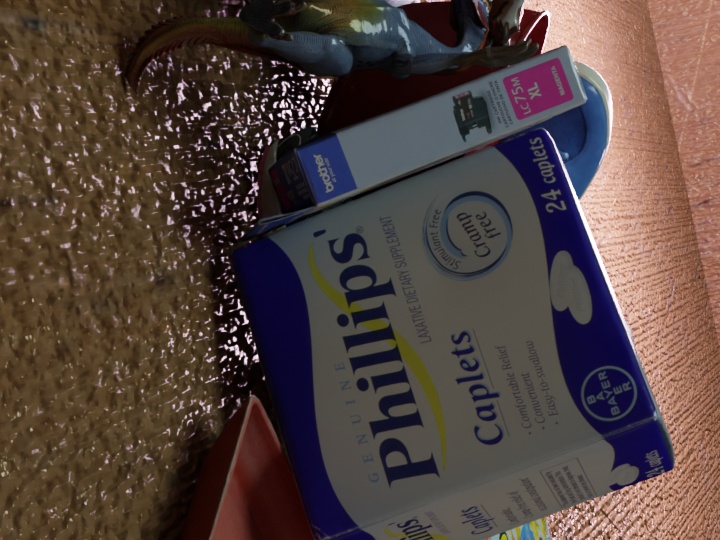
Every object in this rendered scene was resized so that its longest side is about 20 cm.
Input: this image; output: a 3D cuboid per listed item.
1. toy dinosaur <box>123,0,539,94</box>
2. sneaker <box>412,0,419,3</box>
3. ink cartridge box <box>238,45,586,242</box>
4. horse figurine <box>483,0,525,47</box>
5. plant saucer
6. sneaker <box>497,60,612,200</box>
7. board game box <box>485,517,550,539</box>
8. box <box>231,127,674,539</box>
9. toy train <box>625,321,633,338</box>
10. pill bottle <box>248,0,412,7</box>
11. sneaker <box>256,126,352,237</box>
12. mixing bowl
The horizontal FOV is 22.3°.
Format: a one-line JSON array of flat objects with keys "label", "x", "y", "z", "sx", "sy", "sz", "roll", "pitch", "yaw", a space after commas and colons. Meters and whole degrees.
[{"label": "toy dinosaur", "x": -0.003, "y": -0.145, "z": 1.020, "sx": 0.181, "sy": 0.198, "sz": 0.106, "roll": 27, "pitch": 53, "yaw": -60}, {"label": "sneaker", "x": 0.018, "y": -0.209, "z": 1.361, "sx": 0.106, "sy": 0.074, "sz": 0.202, "roll": -43, "pitch": 119, "yaw": -67}, {"label": "ink cartridge box", "x": 0.021, "y": -0.071, "z": 1.045, "sx": 0.119, "sy": 0.198, "sz": 0.042, "roll": 166, "pitch": -100, "yaw": -80}, {"label": "horse figurine", "x": 0.087, "y": -0.217, "z": 1.161, "sx": 0.050, "sy": 0.134, "sz": 0.200, "roll": 19, "pitch": 13, "yaw": -28}, {"label": "plant saucer", "x": -0.053, "y": 0.203, "z": 0.947, "sx": 0.200, "sy": 0.036, "sz": 0.201, "roll": -76, "pitch": 150, "yaw": -54}, {"label": "sneaker", "x": 0.107, "y": -0.035, "z": 1.209, "sx": 0.112, "sy": 0.076, "sz": 0.201, "roll": -69, "pitch": -175, "yaw": -52}, {"label": "board game box", "x": 0.049, "y": 0.165, "z": 1.177, "sx": 0.200, "sy": 0.102, "sz": 0.106, "roll": -4, "pitch": 82, "yaw": -72}, {"label": "box", "x": 0.051, "y": 0.050, "z": 1.034, "sx": 0.105, "sy": 0.198, "sz": 0.185, "roll": 53, "pitch": 17, "yaw": -66}, {"label": "toy train", "x": 0.121, "y": 0.103, "z": 1.305, "sx": 0.085, "sy": 0.199, "sz": 0.115, "roll": 8, "pitch": 63, "yaw": -42}, {"label": "pill bottle", "x": -0.022, "y": -0.216, "z": 1.185, "sx": 0.200, "sy": 0.110, "sz": 0.112, "roll": -29, "pitch": 107, "yaw": -71}, {"label": "sneaker", "x": 0.000, "y": 0.000, "z": 1.157, "sx": 0.080, "sy": 0.085, "sz": 0.202, "roll": -65, "pitch": 139, "yaw": -65}, {"label": "mixing bowl", "x": 0.037, "y": -0.101, "z": 1.222, "sx": 0.200, "sy": 0.108, "sz": 0.202, "roll": 25, "pitch": 90, "yaw": -83}]
